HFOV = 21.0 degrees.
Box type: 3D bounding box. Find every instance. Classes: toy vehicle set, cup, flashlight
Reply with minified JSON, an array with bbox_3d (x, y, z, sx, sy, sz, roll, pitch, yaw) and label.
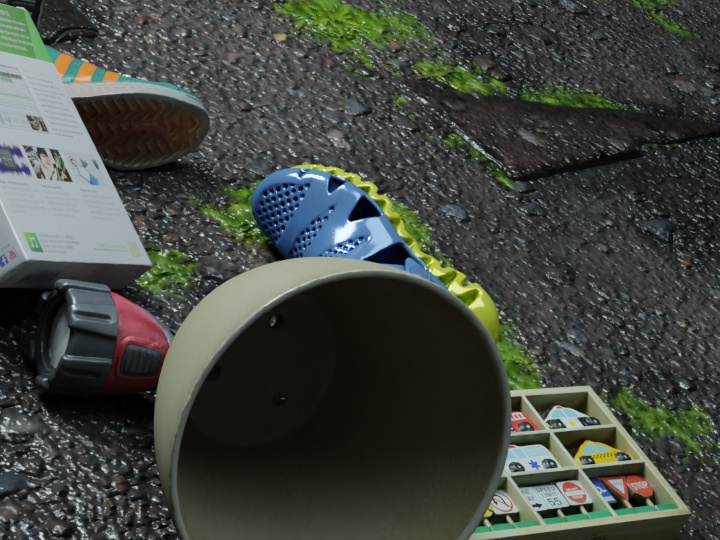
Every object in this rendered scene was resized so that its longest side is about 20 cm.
[{"bbox_3d":[0.106,0.130,1.247,0.199,0.027,0.124,-1,40,-39],"label":"toy vehicle set"},{"bbox_3d":[-0.036,0.074,1.085,0.199,0.202,0.143,9,14,-28],"label":"cup"},{"bbox_3d":[-0.099,0.053,1.174,0.199,0.068,0.068,11,59,-33],"label":"flashlight"}]

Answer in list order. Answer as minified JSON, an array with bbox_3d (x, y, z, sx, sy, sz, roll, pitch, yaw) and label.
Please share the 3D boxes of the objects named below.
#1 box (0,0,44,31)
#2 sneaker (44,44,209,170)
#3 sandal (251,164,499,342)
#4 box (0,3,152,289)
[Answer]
[{"bbox_3d":[-0.341,-0.210,1.358,0.199,0.046,0.159,5,19,-34],"label":"box"},{"bbox_3d":[-0.201,-0.123,1.351,0.199,0.072,0.080,3,42,-34],"label":"sneaker"},{"bbox_3d":[0.000,0.000,1.319,0.200,0.080,0.087,37,34,20],"label":"sandal"},{"bbox_3d":[-0.217,-0.081,1.202,0.201,0.036,0.144,64,21,13],"label":"box"}]
